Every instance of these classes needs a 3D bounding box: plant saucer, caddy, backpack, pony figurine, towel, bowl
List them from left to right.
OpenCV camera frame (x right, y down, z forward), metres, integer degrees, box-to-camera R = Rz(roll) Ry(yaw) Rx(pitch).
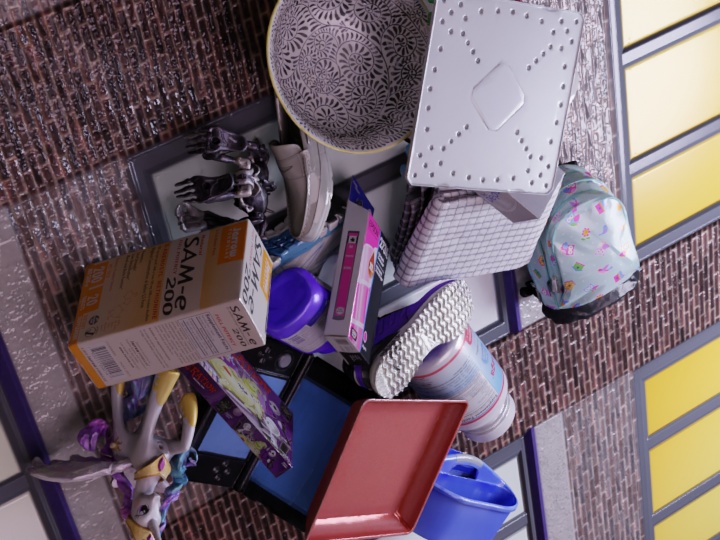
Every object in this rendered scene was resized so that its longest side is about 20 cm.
[{"bbox_3d":[-0.258,0.202,1.509,0.165,0.192,0.203,13,87,-41],"label":"pony figurine"},{"bbox_3d":[-0.022,-0.221,1.432,0.198,0.094,0.204,0,90,-24],"label":"bowl"},{"bbox_3d":[0.026,0.239,1.670,0.199,0.037,0.202,6,112,-46],"label":"plant saucer"},{"bbox_3d":[0.124,0.295,1.830,0.199,0.141,0.106,18,106,-40],"label":"caddy"},{"bbox_3d":[0.135,-0.068,1.660,0.198,0.086,0.167,-10,143,-25],"label":"towel"},{"bbox_3d":[0.288,-0.042,1.775,0.166,0.127,0.201,-31,125,-13],"label":"backpack"}]

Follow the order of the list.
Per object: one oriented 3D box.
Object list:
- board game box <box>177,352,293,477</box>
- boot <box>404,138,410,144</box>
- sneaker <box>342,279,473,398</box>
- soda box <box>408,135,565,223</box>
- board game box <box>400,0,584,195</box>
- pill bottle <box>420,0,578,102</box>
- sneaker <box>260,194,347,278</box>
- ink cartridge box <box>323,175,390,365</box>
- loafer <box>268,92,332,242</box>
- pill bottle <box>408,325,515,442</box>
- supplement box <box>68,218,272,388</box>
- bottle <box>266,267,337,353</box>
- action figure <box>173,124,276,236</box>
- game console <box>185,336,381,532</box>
[{"bbox_3d":[-0.145,0.130,1.534,0.032,0.120,0.200,-36,111,9],"label":"board game box"},{"bbox_3d":[0.060,-0.249,1.554,0.185,0.064,0.202,11,104,-37],"label":"boot"},{"bbox_3d":[0.051,0.071,1.653,0.200,0.099,0.070,-40,121,-32],"label":"sneaker"},{"bbox_3d":[0.133,-0.139,1.529,0.199,0.063,0.069,37,74,-19],"label":"soda box"},{"bbox_3d":[0.140,-0.187,1.443,0.198,0.026,0.203,2,104,-32],"label":"board game box"},{"bbox_3d":[0.153,-0.252,1.514,0.199,0.109,0.110,37,91,-35],"label":"pill bottle"},{"bbox_3d":[-0.092,-0.005,1.571,0.199,0.075,0.087,-28,133,-19],"label":"sneaker"},{"bbox_3d":[0.000,0.000,1.573,0.095,0.037,0.202,54,40,-62],"label":"ink cartridge box"},{"bbox_3d":[-0.071,-0.132,1.503,0.069,0.070,0.203,-4,97,-33],"label":"loafer"},{"bbox_3d":[0.126,0.139,1.770,0.109,0.109,0.200,-45,131,-6],"label":"pill bottle"},{"bbox_3d":[-0.198,0.034,1.423,0.198,0.127,0.074,-16,131,14],"label":"supplement box"},{"bbox_3d":[-0.055,0.055,1.589,0.083,0.065,0.200,-43,157,5],"label":"bottle"},{"bbox_3d":[-0.148,-0.099,1.462,0.200,0.101,0.121,44,52,-78],"label":"action figure"},{"bbox_3d":[-0.101,0.199,1.637,0.175,0.116,0.202,20,101,-48],"label":"game console"}]
